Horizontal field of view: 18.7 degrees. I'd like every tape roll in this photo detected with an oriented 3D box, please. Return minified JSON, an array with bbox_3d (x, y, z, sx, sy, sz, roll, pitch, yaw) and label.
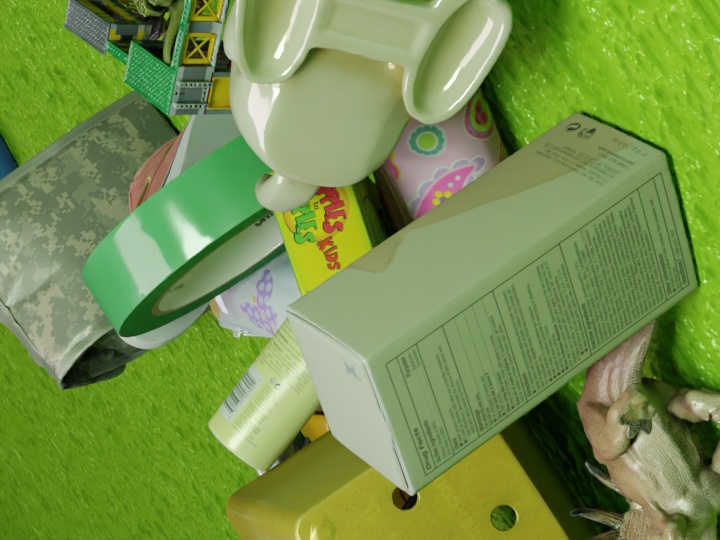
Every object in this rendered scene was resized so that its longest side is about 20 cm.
[{"bbox_3d":[-0.086,-0.032,1.412,0.048,0.200,0.200,56,159,7],"label":"tape roll"}]

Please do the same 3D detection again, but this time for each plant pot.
[{"bbox_3d":[0.047,0.173,1.344,0.201,0.199,0.176,57,175,3],"label":"plant pot"}]

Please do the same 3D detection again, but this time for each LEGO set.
[{"bbox_3d":[-0.102,-0.184,1.423,0.199,0.115,0.155,26,114,49],"label":"LEGO set"}]

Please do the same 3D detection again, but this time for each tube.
[{"bbox_3d":[-0.018,0.038,1.404,0.058,0.201,0.052,36,-175,-6],"label":"tube"}]

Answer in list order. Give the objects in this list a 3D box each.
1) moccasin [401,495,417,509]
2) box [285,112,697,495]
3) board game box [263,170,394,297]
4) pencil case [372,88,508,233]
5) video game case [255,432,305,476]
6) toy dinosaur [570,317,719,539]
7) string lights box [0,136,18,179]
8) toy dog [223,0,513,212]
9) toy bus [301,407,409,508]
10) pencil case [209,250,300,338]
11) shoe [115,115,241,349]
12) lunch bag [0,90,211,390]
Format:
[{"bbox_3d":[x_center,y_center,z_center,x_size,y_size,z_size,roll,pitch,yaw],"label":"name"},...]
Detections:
[{"bbox_3d":[0.053,0.227,1.507,0.078,0.073,0.203,84,-169,-53],"label":"moccasin"},{"bbox_3d":[0.070,0.014,1.122,0.078,0.199,0.096,32,148,49],"label":"box"},{"bbox_3d":[0.000,0.000,1.277,0.200,0.047,0.102,36,-146,-77],"label":"board game box"},{"bbox_3d":[0.052,-0.036,1.258,0.087,0.087,0.201,22,138,58],"label":"pencil case"},{"bbox_3d":[-0.019,0.181,1.665,0.201,0.022,0.182,62,-164,-5],"label":"video game case"},{"bbox_3d":[0.160,0.103,1.220,0.202,0.085,0.135,70,164,-14],"label":"toy dinosaur"},{"bbox_3d":[-0.395,-0.090,2.207,0.102,0.059,0.201,-18,104,48],"label":"string lights box"},{"bbox_3d":[-0.011,-0.147,1.161,0.201,0.138,0.195,-99,17,-50],"label":"toy dog"},{"bbox_3d":[0.033,0.178,1.613,0.201,0.078,0.065,62,160,-9],"label":"toy bus"},{"bbox_3d":[-0.034,0.022,1.524,0.083,0.091,0.199,44,168,-34],"label":"pencil case"},{"bbox_3d":[-0.135,-0.024,1.558,0.071,0.201,0.091,28,152,-16],"label":"shoe"},{"bbox_3d":[-0.207,-0.015,1.718,0.164,0.199,0.118,51,158,16],"label":"lunch bag"}]
